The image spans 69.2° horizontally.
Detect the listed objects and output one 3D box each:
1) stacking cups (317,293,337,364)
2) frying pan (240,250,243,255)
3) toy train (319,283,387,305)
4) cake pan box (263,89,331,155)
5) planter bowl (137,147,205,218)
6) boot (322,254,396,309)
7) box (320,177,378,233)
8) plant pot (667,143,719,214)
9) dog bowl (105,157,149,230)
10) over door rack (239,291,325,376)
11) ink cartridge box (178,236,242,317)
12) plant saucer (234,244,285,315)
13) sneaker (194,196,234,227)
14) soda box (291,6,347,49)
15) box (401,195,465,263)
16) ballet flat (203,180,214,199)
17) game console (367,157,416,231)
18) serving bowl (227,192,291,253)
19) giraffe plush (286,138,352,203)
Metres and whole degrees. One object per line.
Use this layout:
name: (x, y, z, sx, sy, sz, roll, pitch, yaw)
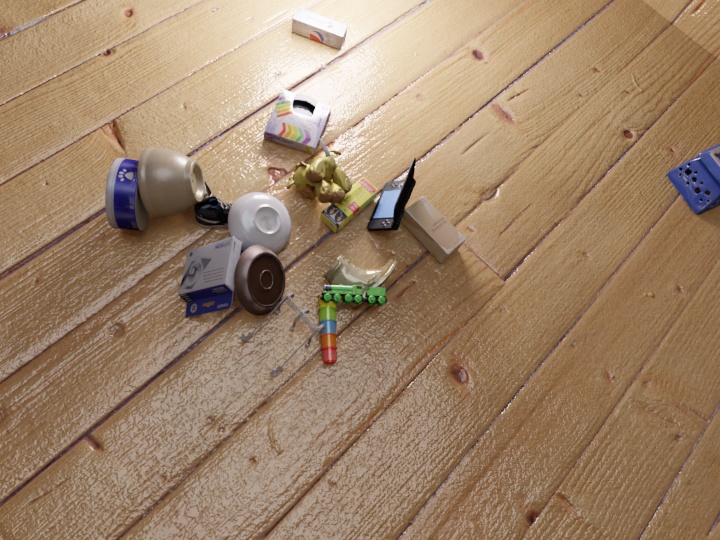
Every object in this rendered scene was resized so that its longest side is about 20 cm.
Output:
stacking cups: (-0.094, 0.170, 1.518, 0.060, 0.061, 0.201, 0, 73, -10)
frying pan: (-0.328, -0.058, 1.581, 0.190, 0.031, 0.115, -41, 81, -19)
toy train: (-0.019, 0.069, 1.511, 0.199, 0.042, 0.057, 4, 72, -12)
cake pan box: (-0.210, -0.507, 1.777, 0.184, 0.052, 0.201, 20, 66, -4)
planter bowl: (-0.529, -0.253, 1.499, 0.134, 0.200, 0.201, -1, 67, 2)
boot: (0.000, 0.000, 1.589, 0.155, 0.073, 0.200, 44, 73, 4)
box: (-0.035, -0.212, 1.684, 0.075, 0.050, 0.200, 44, 67, 10)
plant pot: (1.305, -0.353, 1.918, 0.199, 0.180, 0.200, -22, 73, -17)
dog bowl: (-0.656, -0.216, 1.491, 0.079, 0.200, 0.201, 5, 67, -10)
over door rack: (-0.219, 0.179, 1.482, 0.200, 0.067, 0.148, -43, 76, -9)
ink cartridge box: (-0.424, 0.019, 1.456, 0.199, 0.041, 0.201, -13, 62, 32)
plant saucer: (-0.274, 0.027, 1.474, 0.032, 0.200, 0.201, -2, 61, 33)
sneaker: (-0.396, -0.177, 1.570, 0.199, 0.112, 0.073, -7, 70, -13)
soda box: (-0.153, -0.901, 1.943, 0.199, 0.063, 0.068, 19, 64, -2)
box: (0.232, -0.132, 1.684, 0.095, 0.078, 0.200, -40, 79, -22)
ballet flat: (-0.511, -0.279, 1.613, 0.068, 0.072, 0.200, -29, 75, -20)
game console: (0.096, -0.237, 1.639, 0.175, 0.116, 0.200, 1, 57, 39)
serving bowl: (-0.289, -0.142, 1.557, 0.200, 0.066, 0.201, 7, 77, -34)
giraffe plush: (-0.147, -0.290, 1.644, 0.172, 0.162, 0.201, -10, 84, -52)
